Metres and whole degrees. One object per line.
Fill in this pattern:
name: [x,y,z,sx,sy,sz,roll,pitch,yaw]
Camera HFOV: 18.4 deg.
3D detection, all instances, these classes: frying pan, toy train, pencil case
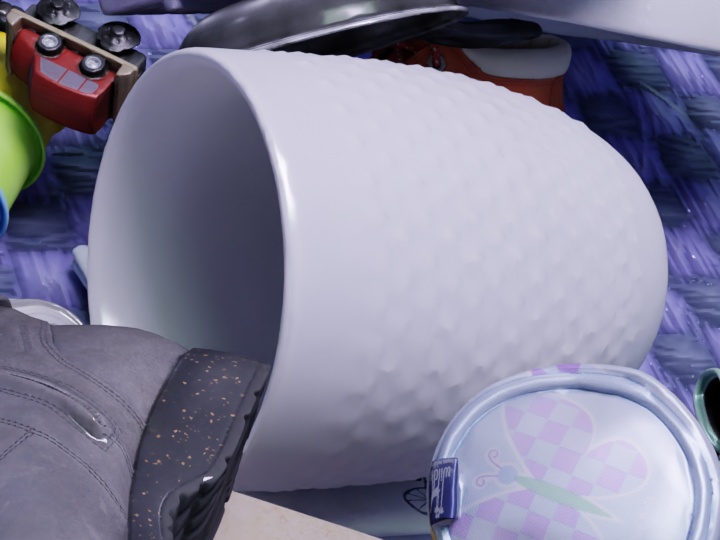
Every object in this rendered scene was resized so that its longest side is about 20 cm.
frying pan: [0.015,-0.095,0.833,0.189,0.115,0.031,-15,91,-28]
toy train: [-0.111,-0.079,0.875,0.199,0.034,0.046,26,49,9]
pencil case: [0.079,0.100,0.688,0.083,0.200,0.091,-5,67,13]

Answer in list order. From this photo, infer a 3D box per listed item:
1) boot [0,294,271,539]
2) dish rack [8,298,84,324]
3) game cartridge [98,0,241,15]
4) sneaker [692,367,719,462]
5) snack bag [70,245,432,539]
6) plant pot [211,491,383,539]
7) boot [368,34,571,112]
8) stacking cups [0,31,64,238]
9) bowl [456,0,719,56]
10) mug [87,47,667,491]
boot: [-0.107,0.062,0.521,0.131,0.070,0.200,20,25,1]
dish rack: [-0.155,0.089,0.739,0.199,0.044,0.173,-9,69,-30]
game cartridge: [0.011,-0.128,0.868,0.129,0.199,0.039,-4,86,-55]
sneaker: [0.209,0.054,0.943,0.118,0.074,0.201,36,45,3]
snack bag: [0.001,0.041,0.873,0.187,0.022,0.200,-1,34,-26]
plant pot: [-0.069,0.163,0.604,0.198,0.200,0.178,18,49,-6]
boot: [0.001,-0.059,0.934,0.199,0.108,0.075,-2,24,-28]
stacking cups: [-0.172,-0.017,0.861,0.060,0.061,0.201,23,44,0]
bowl: [0.105,-0.143,1.010,0.199,0.075,0.199,3,8,-39]
mug: [0.000,0.000,0.800,0.174,0.200,0.149,0,91,-32]
